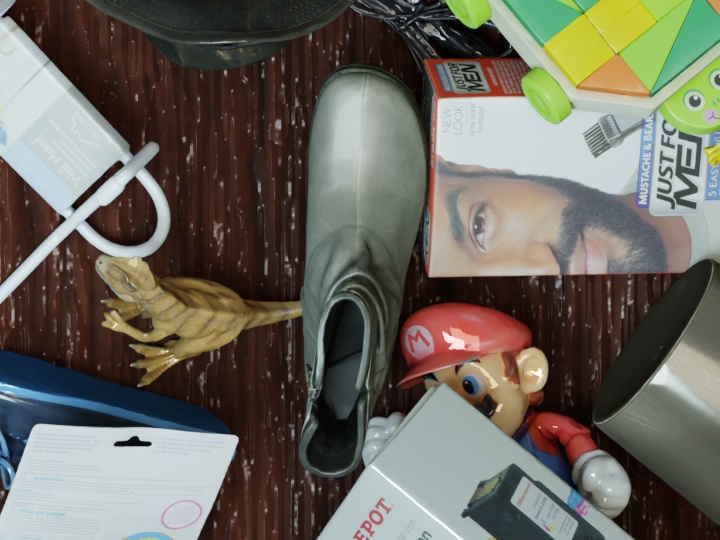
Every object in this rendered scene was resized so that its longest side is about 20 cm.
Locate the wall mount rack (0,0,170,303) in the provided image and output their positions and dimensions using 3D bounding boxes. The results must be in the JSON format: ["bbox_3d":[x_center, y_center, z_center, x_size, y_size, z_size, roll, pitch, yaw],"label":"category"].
[{"bbox_3d":[-0.209,-0.056,1.642,0.200,0.075,0.174,46,125,-6],"label":"wall mount rack"}]

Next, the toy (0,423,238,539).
[{"bbox_3d":[-0.152,0.145,1.621,0.114,0.047,0.201,4,129,-24],"label":"toy"}]

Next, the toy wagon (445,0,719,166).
[{"bbox_3d":[0.147,-0.146,1.610,0.155,0.040,0.200,-38,84,-11],"label":"toy wagon"}]

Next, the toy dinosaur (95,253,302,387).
[{"bbox_3d":[-0.081,0.026,1.653,0.106,0.199,0.061,-15,79,37],"label":"toy dinosaur"}]

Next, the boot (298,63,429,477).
[{"bbox_3d":[0.000,0.000,1.584,0.067,0.131,0.201,4,107,1],"label":"boot"}]

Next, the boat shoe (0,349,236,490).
[{"bbox_3d":[-0.169,0.094,1.644,0.199,0.084,0.069,18,102,-8],"label":"boat shoe"}]

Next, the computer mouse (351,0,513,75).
[{"bbox_3d":[0.081,-0.205,1.682,0.138,0.053,0.200,44,98,-5],"label":"computer mouse"}]

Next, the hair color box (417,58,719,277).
[{"bbox_3d":[0.134,-0.058,1.669,0.198,0.064,0.112,-1,115,-6],"label":"hair color box"}]

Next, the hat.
[{"bbox_3d":[-0.087,-0.164,1.638,0.199,0.201,0.081,-2,137,-7],"label":"hat"}]

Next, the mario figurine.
[{"bbox_3d":[0.075,0.113,1.665,0.123,0.106,0.201,-29,97,-3],"label":"mario figurine"}]

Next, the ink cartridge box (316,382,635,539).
[{"bbox_3d":[0.073,0.181,1.621,0.200,0.146,0.083,39,48,6],"label":"ink cartridge box"}]

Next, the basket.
[{"bbox_3d":[0.239,0.096,1.648,0.200,0.180,0.136,36,91,-6],"label":"basket"}]
